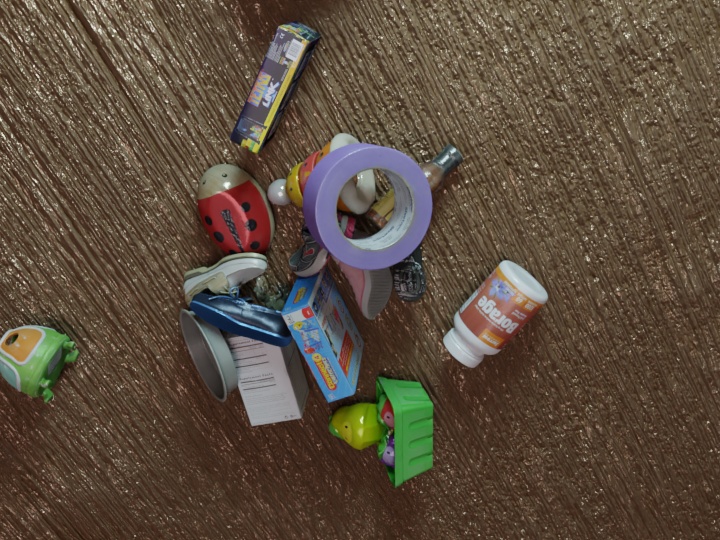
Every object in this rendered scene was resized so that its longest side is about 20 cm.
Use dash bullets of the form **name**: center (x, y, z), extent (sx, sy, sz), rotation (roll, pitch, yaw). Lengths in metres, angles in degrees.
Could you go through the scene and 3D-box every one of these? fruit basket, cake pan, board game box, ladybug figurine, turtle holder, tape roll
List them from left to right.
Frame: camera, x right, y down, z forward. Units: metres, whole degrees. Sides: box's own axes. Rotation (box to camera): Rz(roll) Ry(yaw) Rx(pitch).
- **turtle holder**: center (-0.675, 0.184, 1.424), extent (0.132, 0.186, 0.141), rotation (25, 80, -6)
- **cake pan**: center (-0.300, 0.163, 1.359), extent (0.037, 0.200, 0.201), rotation (-25, 113, -26)
- **ladybug figurine**: center (-0.238, -0.101, 1.294), extent (0.136, 0.072, 0.200), rotation (-21, 109, 12)
- **board game box**: center (-0.141, -0.312, 1.151), extent (0.057, 0.165, 0.200), rotation (26, 112, -8)
- **board game box**: center (-0.065, 0.112, 1.299), extent (0.056, 0.200, 0.196), rotation (-21, 108, 13)
- **tape roll**: center (0.011, -0.107, 1.127), extent (0.200, 0.085, 0.200), rotation (-5, 106, -19)
- **fruit basket**: center (0.040, 0.330, 1.419), extent (0.215, 0.156, 0.216), rotation (-5, 112, -13)

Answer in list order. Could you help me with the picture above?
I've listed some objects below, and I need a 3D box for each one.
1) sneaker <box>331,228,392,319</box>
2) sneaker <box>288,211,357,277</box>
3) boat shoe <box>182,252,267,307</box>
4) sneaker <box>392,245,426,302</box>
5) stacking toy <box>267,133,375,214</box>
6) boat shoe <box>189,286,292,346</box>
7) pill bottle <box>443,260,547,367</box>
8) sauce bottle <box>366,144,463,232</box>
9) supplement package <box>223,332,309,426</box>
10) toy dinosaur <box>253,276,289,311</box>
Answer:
- **sneaker**: center (0.000, 0.000, 1.324), extent (0.105, 0.075, 0.200), rotation (31, 144, 32)
- **sneaker**: center (-0.083, -0.057, 1.266), extent (0.075, 0.081, 0.200), rotation (25, 142, -20)
- **boat shoe**: center (-0.260, 0.022, 1.320), extent (0.200, 0.068, 0.075), rotation (-19, 152, 31)
- **sneaker**: center (0.083, -0.041, 1.294), extent (0.076, 0.091, 0.200), rotation (-1, 90, 2)
- **stacking toy**: center (-0.085, -0.154, 1.247), extent (0.200, 0.146, 0.146), rotation (-13, 111, 27)
- **boat shoe**: center (-0.217, 0.083, 1.285), extent (0.200, 0.069, 0.084), rotation (23, 150, -4)
- **pill bottle**: center (0.253, 0.088, 1.311), extent (0.112, 0.112, 0.200), rotation (35, 110, -9)
- **sauce bottle**: center (0.100, -0.144, 1.229), extent (0.200, 0.066, 0.066), rotation (-41, 105, -4)
- **supplement package**: center (-0.187, 0.194, 1.389), extent (0.109, 0.114, 0.200), rotation (-11, 109, 9)
- **toy dinosaur**: center (-0.140, 0.077, 1.349), extent (0.047, 0.088, 0.200), rotation (-28, 115, 31)
